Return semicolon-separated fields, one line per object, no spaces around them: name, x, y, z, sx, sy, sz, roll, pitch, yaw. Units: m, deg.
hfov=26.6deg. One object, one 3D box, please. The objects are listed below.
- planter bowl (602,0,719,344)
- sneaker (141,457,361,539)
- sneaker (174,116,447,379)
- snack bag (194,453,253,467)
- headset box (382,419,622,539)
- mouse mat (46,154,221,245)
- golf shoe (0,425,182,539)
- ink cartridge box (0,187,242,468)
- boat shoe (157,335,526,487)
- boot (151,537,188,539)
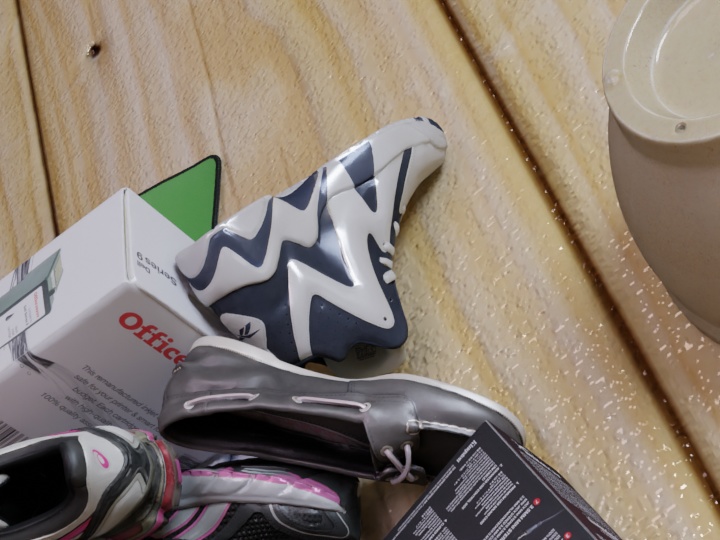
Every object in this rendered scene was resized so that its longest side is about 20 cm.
planter bowl;0.195;-0.077;0.708;0.199;0.135;0.202;-25;46;29
sneaker;-0.087;0.151;0.848;0.198;0.080;0.087;-4;88;28
sneaker;0.000;0.000;0.894;0.199;0.130;0.079;-33;4;-42
snack bag;-0.089;0.169;0.893;0.199;0.021;0.190;-17;51;36
headset box;0.077;0.188;0.675;0.149;0.077;0.200;-50;40;4
mouse mat;-0.177;0.013;1.105;0.199;0.008;0.162;-26;46;31
golf shoe;-0.197;0.127;0.804;0.199;0.092;0.073;-26;65;21
ink cartridge box;-0.160;0.066;0.912;0.199;0.146;0.085;-34;40;20
boat shoe;-0.014;0.087;0.804;0.198;0.067;0.057;11;49;20
boot;-0.061;0.215;0.738;0.077;0.140;0.200;-17;10;-22
